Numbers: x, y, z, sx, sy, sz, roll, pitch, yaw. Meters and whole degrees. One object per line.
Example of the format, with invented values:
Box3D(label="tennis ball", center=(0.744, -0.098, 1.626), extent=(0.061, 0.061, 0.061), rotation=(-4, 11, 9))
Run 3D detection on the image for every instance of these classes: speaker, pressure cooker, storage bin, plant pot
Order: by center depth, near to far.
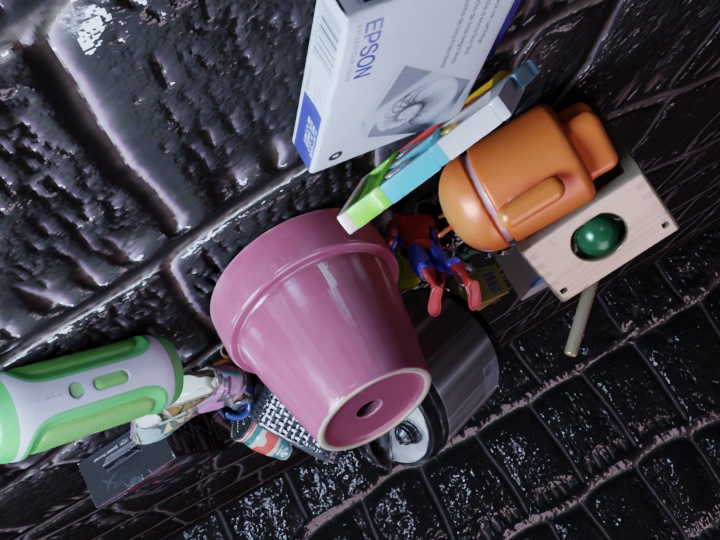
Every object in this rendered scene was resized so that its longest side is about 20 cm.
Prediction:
Box3D(label="speaker", center=(-0.272, 0.120, 0.836), extent=(0.199, 0.089, 0.088), rotation=(-14, 158, -48))
Box3D(label="plant pot", center=(-0.026, 0.070, 0.868), extent=(0.198, 0.180, 0.201), rotation=(-24, 148, -17))
Box3D(label="pressure cooker", center=(0.058, 0.136, 1.058), extent=(0.200, 0.177, 0.178), rotation=(-39, -176, -37))
Box3D(label="storage bin", center=(-0.061, 0.179, 1.221), extent=(0.095, 0.134, 0.200), rotation=(-63, 176, 7))

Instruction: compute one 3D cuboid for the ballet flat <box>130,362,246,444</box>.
Box3D(label="ballet flat", center=(-0.232, 0.160, 1.075), extent=(0.198, 0.070, 0.071), rotation=(-26, 148, 25))

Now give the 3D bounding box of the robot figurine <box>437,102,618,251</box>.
Box3D(label="robot figurine", center=(0.167, -0.096, 0.915), extent=(0.199, 0.145, 0.117), rotation=(-30, 148, 13))

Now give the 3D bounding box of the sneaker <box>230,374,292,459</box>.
Box3D(label="sneaker", center=(-0.139, 0.226, 1.290), extent=(0.071, 0.093, 0.200), rotation=(-53, -169, 5))

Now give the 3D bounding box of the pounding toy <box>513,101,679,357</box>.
Box3D(label="pounding toy", center=(0.258, -0.048, 1.004), extent=(0.183, 0.201, 0.142), rotation=(-35, 125, 19))

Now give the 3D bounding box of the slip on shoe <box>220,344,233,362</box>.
Box3D(label="slip on shoe", center=(-0.089, 0.079, 1.050), extent=(0.199, 0.077, 0.060), rotation=(-17, 156, 39))

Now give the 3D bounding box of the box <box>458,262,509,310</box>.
Box3D(label="box", center=(0.133, 0.056, 1.284), extent=(0.075, 0.051, 0.200), rotation=(-19, 167, -33))

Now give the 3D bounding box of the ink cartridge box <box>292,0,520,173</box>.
Box3D(label="ink cartridge box", center=(0.053, -0.163, 0.621), extent=(0.198, 0.041, 0.200), rotation=(-26, 165, -18))

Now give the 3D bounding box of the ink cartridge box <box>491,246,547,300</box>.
Box3D(label="ink cartridge box", center=(0.295, -0.071, 1.235), extent=(0.198, 0.126, 0.129), rotation=(-26, 165, -15))

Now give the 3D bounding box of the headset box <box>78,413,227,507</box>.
Box3D(label="headset box", center=(-0.314, 0.282, 1.305), extent=(0.148, 0.076, 0.200), rotation=(-33, 165, 10))

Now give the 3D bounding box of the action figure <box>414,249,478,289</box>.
Box3D(label="action figure", center=(0.105, 0.000, 1.252), extent=(0.118, 0.055, 0.199), rotation=(-35, 161, 27))

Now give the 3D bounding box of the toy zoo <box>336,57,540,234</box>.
Box3D(label="toy zoo", center=(0.071, -0.114, 0.750), extent=(0.199, 0.021, 0.131), rotation=(-36, -169, 20))

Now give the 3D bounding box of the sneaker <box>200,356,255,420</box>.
Box3D(label="sneaker", center=(-0.184, 0.175, 1.198), extent=(0.075, 0.079, 0.200), rotation=(-25, 167, -14))

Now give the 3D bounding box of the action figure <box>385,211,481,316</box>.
Box3D(label="action figure", center=(0.069, 0.005, 0.935), extent=(0.064, 0.201, 0.100), rotation=(-6, 121, -11))

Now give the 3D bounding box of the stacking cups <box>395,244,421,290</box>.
Box3D(label="stacking cups", center=(0.000, 0.000, 1.038), extent=(0.060, 0.061, 0.199), rotation=(-39, 160, 30))

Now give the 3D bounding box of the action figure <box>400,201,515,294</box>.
Box3D(label="action figure", center=(0.125, -0.032, 1.082), extent=(0.119, 0.102, 0.199), rotation=(-47, 159, 21))
